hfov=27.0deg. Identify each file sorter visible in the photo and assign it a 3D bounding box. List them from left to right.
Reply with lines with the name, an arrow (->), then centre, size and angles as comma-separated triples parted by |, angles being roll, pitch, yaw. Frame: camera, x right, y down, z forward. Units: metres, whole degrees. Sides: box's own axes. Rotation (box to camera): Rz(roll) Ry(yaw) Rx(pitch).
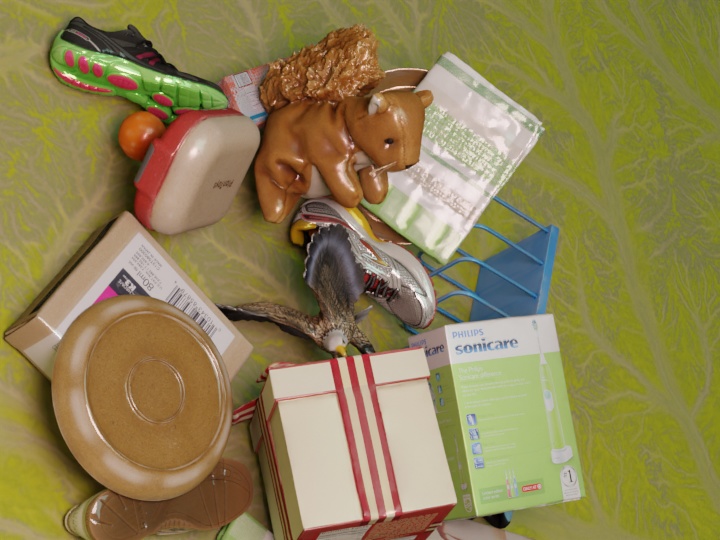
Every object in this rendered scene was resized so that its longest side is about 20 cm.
file sorter -> 0.134, 0.029, 1.772 | 0.122, 0.138, 0.202 | 30, 56, -24

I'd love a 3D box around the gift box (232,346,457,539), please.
gift box -> -0.024, 0.185, 1.510 | 0.182, 0.200, 0.189 | -5, 68, -20

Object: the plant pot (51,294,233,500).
plant pot -> -0.199, 0.117, 1.431 | 0.198, 0.027, 0.203 | 16, 64, -36

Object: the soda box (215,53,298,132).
soda box -> -0.091, -0.204, 1.721 | 0.199, 0.068, 0.064 | -25, 89, -42

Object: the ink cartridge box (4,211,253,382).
ink cartridge box -> -0.226, 0.071, 1.495 | 0.200, 0.075, 0.165 | 48, 48, -16

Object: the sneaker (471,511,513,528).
sneaker -> 0.109, 0.245, 1.707 | 0.198, 0.078, 0.091 | 20, 66, -31

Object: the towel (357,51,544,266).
towel -> 0.096, -0.127, 1.711 | 0.149, 0.031, 0.201 | 36, 90, 2

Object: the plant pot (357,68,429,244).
plant pot -> 0.054, -0.132, 1.736 | 0.197, 0.027, 0.203 | 0, 90, 0

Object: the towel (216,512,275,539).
towel -> -0.088, 0.359, 1.523 | 0.200, 0.031, 0.150 | 44, 48, -16

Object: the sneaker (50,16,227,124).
sneaker -> -0.229, -0.217, 1.596 | 0.198, 0.077, 0.085 | 21, 55, -23

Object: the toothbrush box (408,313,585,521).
toothbrush box -> 0.146, 0.157, 1.606 | 0.144, 0.086, 0.203 | -5, 82, -29

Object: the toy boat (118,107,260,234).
toy boat -> -0.192, -0.120, 1.554 | 0.130, 0.132, 0.200 | 31, 14, 11

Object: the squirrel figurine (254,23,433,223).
squirrel figurine -> -0.017, -0.166, 1.596 | 0.140, 0.186, 0.203 | -5, 77, -43

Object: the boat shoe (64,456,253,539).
boat shoe -> -0.194, 0.223, 1.469 | 0.198, 0.062, 0.074 | -3, 86, -42

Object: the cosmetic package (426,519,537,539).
cosmetic package -> 0.104, 0.332, 1.643 | 0.199, 0.103, 0.088 | 22, 48, -33

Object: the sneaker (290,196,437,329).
sneaker -> 0.000, 0.000, 1.695 | 0.199, 0.078, 0.082 | 39, 43, 5

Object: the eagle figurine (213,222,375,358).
eagle figurine -> -0.046, 0.050, 1.602 | 0.200, 0.150, 0.152 | 49, 59, -23
